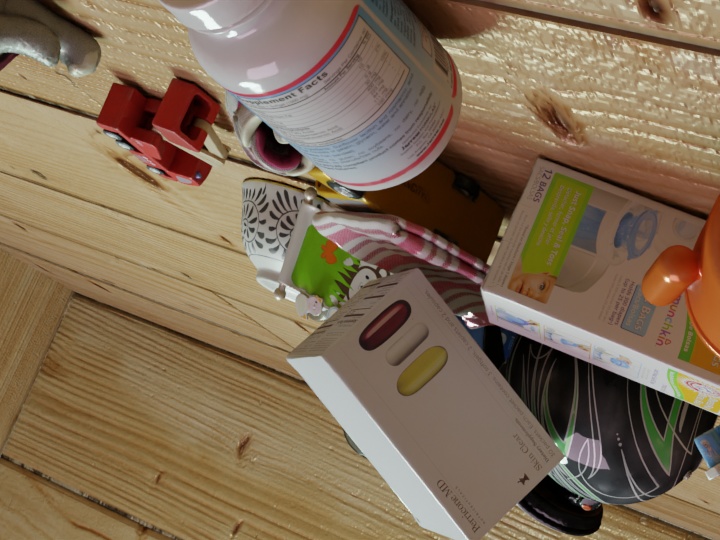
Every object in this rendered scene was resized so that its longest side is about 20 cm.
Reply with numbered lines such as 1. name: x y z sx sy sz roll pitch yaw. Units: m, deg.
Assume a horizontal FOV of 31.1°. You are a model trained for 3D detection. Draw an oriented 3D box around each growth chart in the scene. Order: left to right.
1. growth chart: 0.000 0.000 1.305 0.198 0.147 0.018 19 -165 31

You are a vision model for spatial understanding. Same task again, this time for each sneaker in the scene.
1. sneaker: -0.063 -0.116 0.962 0.081 0.089 0.200 26 170 -16

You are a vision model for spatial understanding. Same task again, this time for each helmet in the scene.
1. helmet: 0.231 0.158 1.368 0.198 0.202 0.191 23 -147 3
2. helmet: 0.223 0.107 1.154 0.198 0.193 0.200 23 170 4

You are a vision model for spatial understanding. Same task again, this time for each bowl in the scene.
1. bowl: -0.061 -0.015 1.451 0.198 0.095 0.201 24 170 4
2. bowl: 0.139 0.134 1.498 0.039 0.204 0.201 -4 162 14

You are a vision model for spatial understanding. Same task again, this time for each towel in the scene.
1. towel: 0.066 0.004 1.085 0.199 0.030 0.146 28 170 -26

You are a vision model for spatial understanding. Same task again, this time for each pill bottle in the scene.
1. pill bottle: -0.029 -0.134 0.746 0.108 0.110 0.200 15 166 37

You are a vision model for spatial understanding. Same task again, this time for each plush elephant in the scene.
1. plush elephant: -0.346 -0.176 1.097 0.163 0.157 0.200 18 169 27

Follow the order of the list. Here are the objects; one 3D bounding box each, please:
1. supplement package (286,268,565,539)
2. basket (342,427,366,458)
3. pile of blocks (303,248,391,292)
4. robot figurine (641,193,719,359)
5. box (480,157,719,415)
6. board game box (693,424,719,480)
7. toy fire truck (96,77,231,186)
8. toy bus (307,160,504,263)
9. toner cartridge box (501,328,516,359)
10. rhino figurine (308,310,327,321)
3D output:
1. supplement package: 0.050 0.115 1.104 0.201 0.111 0.156 51 166 -6
2. basket: 0.051 0.111 1.506 0.136 0.179 0.201 51 165 29
3. pile of blocks: 0.040 -0.009 1.328 0.198 0.083 0.062 9 -176 32
4. robot figurine: 0.257 0.001 0.770 0.117 0.143 0.200 51 176 15
5. box: 0.203 0.014 0.960 0.198 0.114 0.101 23 169 14
6. board game box: 0.300 0.067 0.794 0.026 0.199 0.200 61 -167 15
7. toy fire truck: -0.177 -0.130 1.256 0.139 0.049 0.200 18 169 25
8. toy bus: 0.034 -0.065 1.075 0.199 0.066 0.078 30 169 -34
9. toner cartridge box: 0.215 0.115 1.635 0.198 0.044 0.095 18 169 28
10. rhino figurine: -0.030 0.025 1.599 0.060 0.088 0.199 32 167 -38
